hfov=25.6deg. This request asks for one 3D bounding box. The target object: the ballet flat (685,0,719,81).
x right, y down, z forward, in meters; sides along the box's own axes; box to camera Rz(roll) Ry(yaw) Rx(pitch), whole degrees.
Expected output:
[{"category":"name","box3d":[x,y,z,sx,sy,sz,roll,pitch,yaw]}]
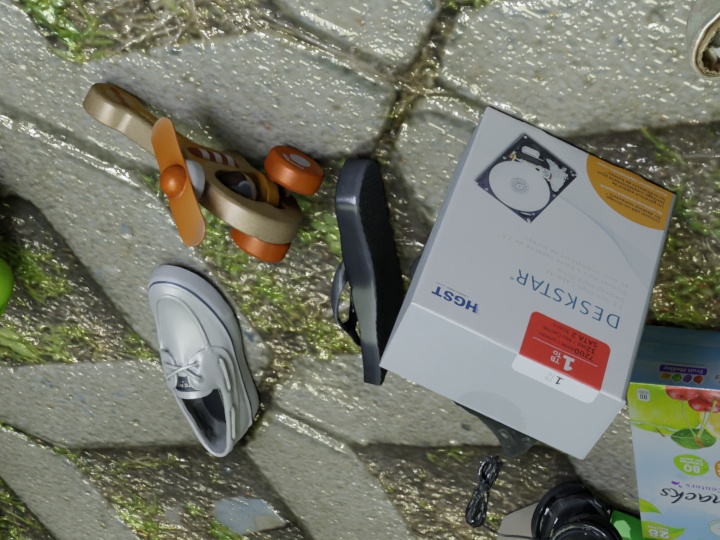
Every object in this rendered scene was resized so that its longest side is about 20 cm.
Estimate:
[{"category":"ballet flat","box3d":[0.278,-0.168,0.939,0.067,0.063,0.199,40,136,-19]}]

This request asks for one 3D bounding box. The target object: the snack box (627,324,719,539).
[{"category":"snack box","box3d":[0.302,0.139,1.247,0.167,0.068,0.201,4,137,21]}]

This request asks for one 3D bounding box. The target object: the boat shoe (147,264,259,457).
[{"category":"boat shoe","box3d":[-0.141,0.084,1.397,0.073,0.066,0.201,-1,133,26]}]

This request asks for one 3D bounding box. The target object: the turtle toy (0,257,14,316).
[{"category":"turtle toy","box3d":[-0.356,-0.029,1.340,0.100,0.147,0.201,-5,136,0]}]

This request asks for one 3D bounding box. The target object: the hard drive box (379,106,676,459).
[{"category":"hard drive box","box3d":[0.119,0.005,1.090,0.154,0.201,0.077,24,140,-2]}]

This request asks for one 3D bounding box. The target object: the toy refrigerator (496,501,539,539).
[{"category":"toy refrigerator","box3d":[0.210,0.305,1.458,0.200,0.076,0.070,40,137,-19]}]

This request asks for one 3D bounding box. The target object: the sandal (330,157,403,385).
[{"category":"sandal","box3d":[0.000,-0.001,1.242,0.042,0.076,0.202,4,125,18]}]

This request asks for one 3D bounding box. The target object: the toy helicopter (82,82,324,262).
[{"category":"toy helicopter","box3d":[-0.132,-0.079,1.188,0.199,0.132,0.079,34,111,13]}]

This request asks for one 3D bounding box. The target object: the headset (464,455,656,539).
[{"category":"headset","box3d":[0.187,0.215,1.343,0.197,0.124,0.095,12,105,-8]}]

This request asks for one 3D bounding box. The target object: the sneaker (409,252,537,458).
[{"category":"sneaker","box3d":[0.091,0.070,1.278,0.199,0.060,0.104,37,134,-21]}]
